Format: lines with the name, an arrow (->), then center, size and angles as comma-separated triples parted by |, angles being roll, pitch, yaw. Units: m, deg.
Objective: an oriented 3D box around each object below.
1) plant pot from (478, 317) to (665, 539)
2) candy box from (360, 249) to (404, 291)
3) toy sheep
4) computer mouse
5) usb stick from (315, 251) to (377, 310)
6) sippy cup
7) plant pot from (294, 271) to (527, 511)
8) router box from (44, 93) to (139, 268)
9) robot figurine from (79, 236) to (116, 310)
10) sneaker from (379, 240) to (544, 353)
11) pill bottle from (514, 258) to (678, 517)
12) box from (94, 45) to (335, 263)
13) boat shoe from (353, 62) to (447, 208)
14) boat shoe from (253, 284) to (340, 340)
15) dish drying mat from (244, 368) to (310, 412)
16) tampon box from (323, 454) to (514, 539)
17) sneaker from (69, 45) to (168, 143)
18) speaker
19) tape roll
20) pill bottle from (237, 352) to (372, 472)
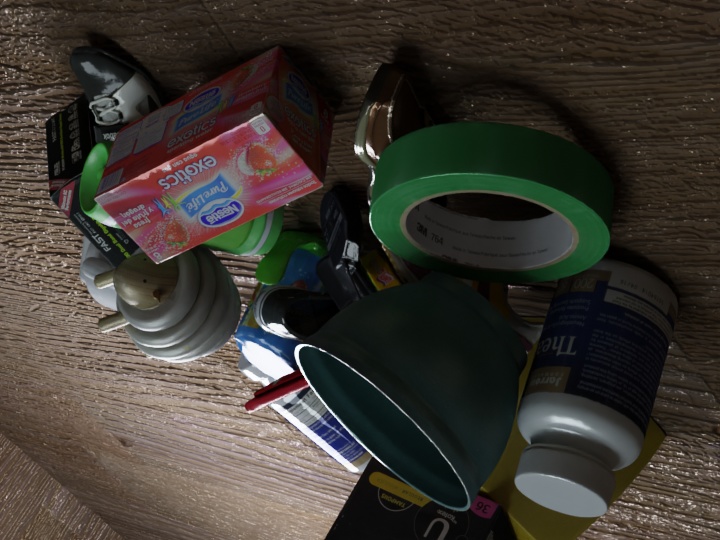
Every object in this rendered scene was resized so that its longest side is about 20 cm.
plant pot -> 0.157, 0.179, 1.525 | 0.200, 0.177, 0.199 | 46, 153, -28
candy box -> 0.048, 0.041, 1.454 | 0.103, 0.026, 0.200 | 55, -179, -13
toy sheep -> -0.192, 0.034, 1.551 | 0.137, 0.139, 0.200 | 19, 173, 29
computer mouse -> 0.000, 0.000, 1.425 | 0.034, 0.202, 0.059 | 0, 143, -22
usb stick -> 0.021, 0.063, 1.491 | 0.201, 0.032, 0.055 | 56, 142, 8
sippy cup -> -0.068, 0.049, 1.623 | 0.178, 0.131, 0.139 | 44, 154, -22
plant pot -> 0.060, 0.089, 1.279 | 0.200, 0.134, 0.201 | 40, 163, 15
router box -> -0.262, -0.073, 1.626 | 0.201, 0.062, 0.151 | 53, -168, -36
robot figurine -> -0.255, 0.002, 1.794 | 0.198, 0.115, 0.168 | 16, -166, 39
sneaker -> 0.094, 0.006, 1.419 | 0.201, 0.090, 0.075 | 54, -178, 12
pill bottle -> 0.197, 0.101, 1.271 | 0.110, 0.202, 0.111 | 17, 155, 8
box -> -0.131, -0.103, 1.344 | 0.198, 0.103, 0.095 | -23, 127, 27
boat shoe -> 0.044, -0.105, 1.264 | 0.073, 0.076, 0.200 | 18, 160, 15
boat shoe -> -0.017, 0.055, 1.551 | 0.198, 0.070, 0.056 | 8, -176, -33
dish drying mat -> -0.040, 0.099, 1.484 | 0.199, 0.076, 0.018 | -28, 89, 49
tampon box -> 0.068, 0.301, 1.490 | 0.148, 0.127, 0.201 | 20, 153, 27
sneaker -> -0.236, -0.140, 1.523 | 0.073, 0.089, 0.200 | -2, 139, 44
speaker -> -0.178, -0.072, 1.496 | 0.198, 0.090, 0.088 | 13, 169, -32
tape roll -> 0.107, -0.051, 1.213 | 0.197, 0.049, 0.201 | 7, 157, 3
pill bottle -> -0.046, 0.143, 1.796 | 0.200, 0.116, 0.115 | 41, 156, -16
